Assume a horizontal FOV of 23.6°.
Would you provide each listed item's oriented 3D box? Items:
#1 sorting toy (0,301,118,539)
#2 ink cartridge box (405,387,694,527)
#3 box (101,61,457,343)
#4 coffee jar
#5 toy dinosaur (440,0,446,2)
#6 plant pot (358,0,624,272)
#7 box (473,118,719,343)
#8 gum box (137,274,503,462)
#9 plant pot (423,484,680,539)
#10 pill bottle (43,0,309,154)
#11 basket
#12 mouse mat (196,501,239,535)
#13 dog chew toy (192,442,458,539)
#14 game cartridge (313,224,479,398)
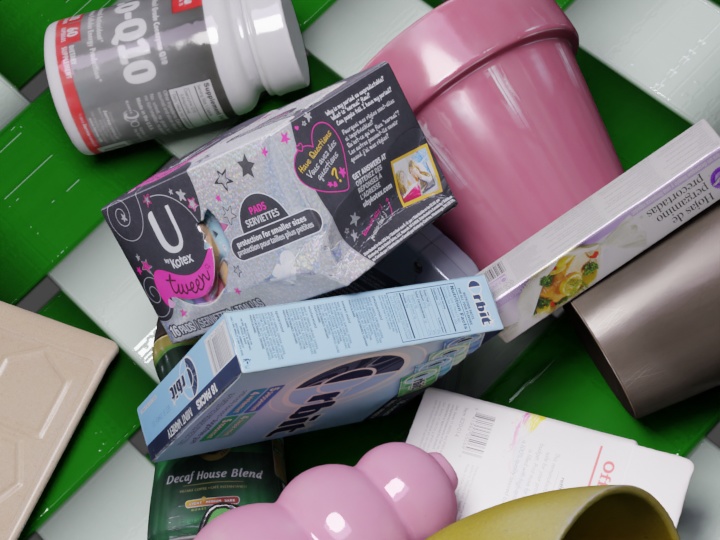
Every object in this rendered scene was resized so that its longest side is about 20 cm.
[{"bbox_3d":[-0.306,0.116,1.350,0.183,0.037,0.201,17,63,22],"label":"sorting toy"},{"bbox_3d":[0.124,0.166,1.190,0.198,0.067,0.118,14,67,21],"label":"ink cartridge box"},{"bbox_3d":[-0.060,-0.044,1.179,0.199,0.116,0.132,-20,12,47],"label":"box"},{"bbox_3d":[-0.102,0.115,1.265,0.103,0.086,0.202,-7,60,7],"label":"coffee jar"},{"bbox_3d":[0.108,-0.289,1.434,0.198,0.102,0.136,-11,40,33],"label":"toy dinosaur"},{"bbox_3d":[0.103,-0.084,1.273,0.199,0.200,0.180,-32,75,-5],"label":"plant pot"},{"bbox_3d":[0.166,-0.026,1.172,0.199,0.039,0.042,-35,34,7],"label":"box"},{"bbox_3d":[-0.029,0.066,1.160,0.198,0.170,0.045,-8,69,-30],"label":"gum box"},{"bbox_3d":[0.096,0.225,1.057,0.141,0.200,0.202,2,60,40],"label":"plant pot"},{"bbox_3d":[-0.149,-0.174,1.418,0.198,0.114,0.115,-15,59,6],"label":"pill bottle"},{"bbox_3d":[0.248,0.004,1.214,0.199,0.136,0.181,-30,70,1],"label":"basket"},{"bbox_3d":[-0.034,0.261,1.164,0.198,0.008,0.163,18,78,1],"label":"mouse mat"},{"bbox_3d":[-0.021,0.185,1.121,0.199,0.125,0.125,-34,59,-17],"label":"dog chew toy"},{"bbox_3d":[0.000,0.000,1.277,0.199,0.134,0.041,32,48,26],"label":"game cartridge"}]
